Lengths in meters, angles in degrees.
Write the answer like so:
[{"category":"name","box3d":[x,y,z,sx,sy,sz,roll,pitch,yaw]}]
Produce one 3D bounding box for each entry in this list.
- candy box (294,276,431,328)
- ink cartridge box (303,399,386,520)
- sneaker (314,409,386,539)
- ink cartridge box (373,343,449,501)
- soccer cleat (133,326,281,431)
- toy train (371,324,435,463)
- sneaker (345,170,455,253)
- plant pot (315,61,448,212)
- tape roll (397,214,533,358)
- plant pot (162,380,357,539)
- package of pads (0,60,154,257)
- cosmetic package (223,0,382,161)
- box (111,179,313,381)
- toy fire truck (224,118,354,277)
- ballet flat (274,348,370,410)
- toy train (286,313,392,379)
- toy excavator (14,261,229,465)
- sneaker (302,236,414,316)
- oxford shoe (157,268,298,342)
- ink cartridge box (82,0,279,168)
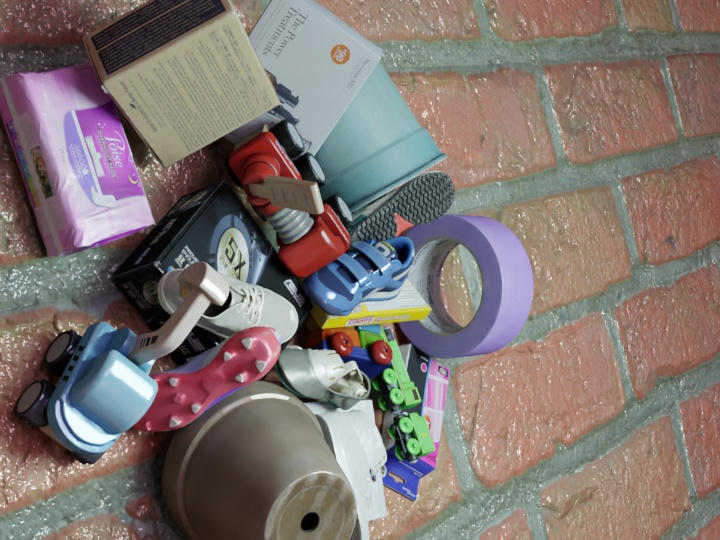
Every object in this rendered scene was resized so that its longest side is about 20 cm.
[{"category":"candy box","box3d":[-0.001,0.028,1.547,0.198,0.027,0.103,-2,48,-45]},{"category":"ink cartridge box","box3d":[-0.045,0.252,1.504,0.199,0.050,0.165,7,73,-58]},{"category":"sneaker","box3d":[-0.002,0.273,1.451,0.115,0.073,0.203,-2,79,-53]},{"category":"ink cartridge box","box3d":[0.074,0.215,1.651,0.094,0.037,0.203,34,57,-37]},{"category":"soccer cleat","box3d":[-0.173,0.120,1.285,0.067,0.198,0.076,61,16,-2]},{"category":"toy train","box3d":[0.051,0.166,1.599,0.056,0.042,0.203,-7,71,-38]},{"category":"sneaker","box3d":[0.039,-0.083,1.617,0.199,0.093,0.071,-36,118,-23]},{"category":"plant pot","box3d":[-0.013,-0.191,1.561,0.200,0.199,0.198,-34,97,-48]},{"category":"tape roll","box3d":[0.142,0.022,1.657,0.084,0.198,0.203,0,78,-50]},{"category":"plant pot","box3d":[-0.097,0.245,1.281,0.197,0.173,0.203,-10,109,-30]},{"category":"package of pads","box3d":[-0.312,-0.125,1.271,0.120,0.075,0.203,-24,97,-48]},{"category":"cosmetic package","box3d":[-0.088,-0.231,1.439,0.150,0.201,0.052,32,22,-11]},{"category":"box","box3d":[-0.171,0.026,1.382,0.201,0.085,0.164,56,43,-21]},{"category":"toy fire truck","box3d":[-0.076,-0.072,1.371,0.177,0.128,0.201,56,16,-21]},{"category":"ballet flat","box3d":[-0.041,0.125,1.427,0.068,0.063,0.200,65,12,23]},{"category":"toy train","box3d":[-0.054,0.074,1.520,0.198,0.084,0.117,15,52,-38]},{"category":"toy excavator","box3d":[-0.234,0.094,1.200,0.100,0.198,0.196,45,49,-31]},{"category":"sneaker","box3d":[0.000,0.000,1.480,0.074,0.083,0.199,45,32,16]},{"category":"oxford shoe","box3d":[-0.137,0.041,1.306,0.199,0.057,0.076,22,61,-45]},{"category":"ink cartridge box","box3d":[-0.195,-0.222,1.304,0.076,0.163,0.200,62,-1,23]}]
